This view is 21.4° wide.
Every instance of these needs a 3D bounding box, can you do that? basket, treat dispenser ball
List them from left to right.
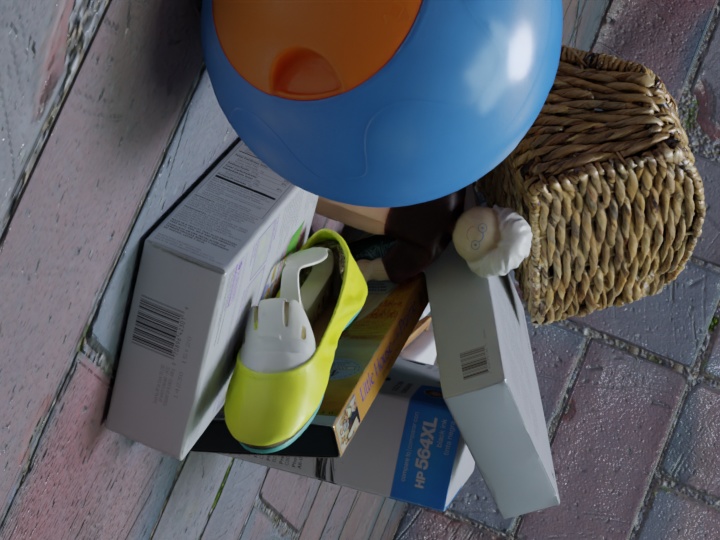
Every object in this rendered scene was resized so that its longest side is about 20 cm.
[{"bbox_3d":[0.012,-0.136,1.048,0.201,0.200,0.202,21,90,-81],"label":"treat dispenser ball"},{"bbox_3d":[0.170,-0.080,1.419,0.200,0.142,0.150,80,-7,-56],"label":"basket"}]

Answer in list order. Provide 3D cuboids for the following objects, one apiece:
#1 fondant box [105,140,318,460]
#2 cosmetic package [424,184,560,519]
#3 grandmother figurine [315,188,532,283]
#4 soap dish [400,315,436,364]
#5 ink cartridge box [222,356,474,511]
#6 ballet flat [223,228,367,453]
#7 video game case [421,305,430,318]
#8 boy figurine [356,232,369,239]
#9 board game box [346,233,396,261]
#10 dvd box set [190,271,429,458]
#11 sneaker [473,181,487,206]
[{"bbox_3d":[-0.090,0.009,1.239,0.200,0.058,0.145,-53,162,-58],"label":"fondant box"},{"bbox_3d":[0.093,0.058,1.408,0.201,0.051,0.151,-96,163,-45],"label":"cosmetic package"},{"bbox_3d":[0.026,-0.046,1.346,0.061,0.199,0.122,-46,156,-68],"label":"grandmother figurine"},{"bbox_3d":[0.022,0.133,2.128,0.200,0.081,0.158,-31,141,-75],"label":"soap dish"},{"bbox_3d":[-0.008,0.113,1.505,0.146,0.199,0.085,-32,135,-76],"label":"ink cartridge box"},{"bbox_3d":[-0.045,0.037,1.232,0.200,0.066,0.067,-61,148,-55],"label":"ballet flat"},{"bbox_3d":[0.004,0.058,1.709,0.181,0.023,0.200,-34,-177,18],"label":"video game case"},{"bbox_3d":[0.029,-0.017,1.795,0.124,0.065,0.200,-37,-177,11],"label":"boy figurine"},{"bbox_3d":[0.000,0.000,1.560,0.200,0.134,0.028,33,40,-81],"label":"board game box"},{"bbox_3d":[-0.049,0.061,1.340,0.200,0.145,0.030,-56,140,-53],"label":"dvd box set"},{"bbox_3d":[0.057,-0.091,1.612,0.079,0.200,0.130,-15,151,-33],"label":"sneaker"}]
